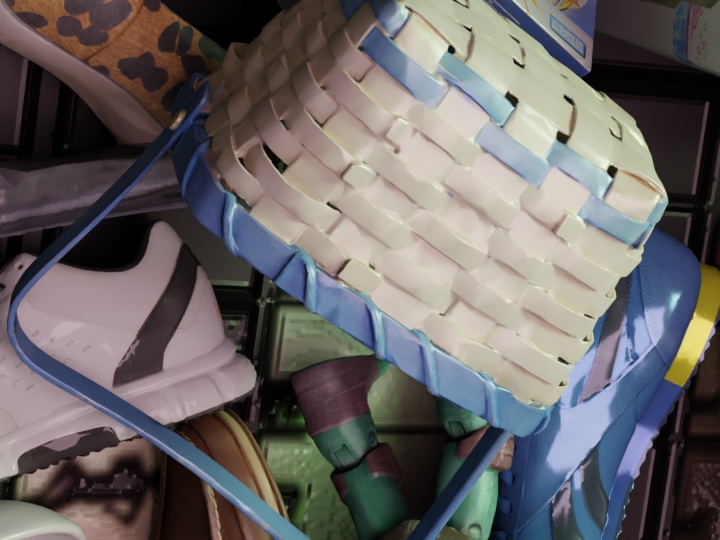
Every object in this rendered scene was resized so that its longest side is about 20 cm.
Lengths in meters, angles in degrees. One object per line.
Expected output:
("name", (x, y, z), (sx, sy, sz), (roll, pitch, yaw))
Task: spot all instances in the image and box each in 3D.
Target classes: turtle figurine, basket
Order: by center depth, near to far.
("basket", (0.000, 0.000, 1.029), (0.176, 0.139, 0.200), (37, 102, -18))
("turtle figurine", (0.038, 0.125, 1.124), (0.150, 0.101, 0.200), (-13, 85, 11))

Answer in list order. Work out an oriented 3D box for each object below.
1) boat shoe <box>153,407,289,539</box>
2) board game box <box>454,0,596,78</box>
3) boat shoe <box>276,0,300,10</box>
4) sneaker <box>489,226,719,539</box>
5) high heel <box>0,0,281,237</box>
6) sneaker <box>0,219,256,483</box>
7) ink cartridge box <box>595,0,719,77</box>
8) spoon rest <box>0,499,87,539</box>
("boat shoe", (-0.061, 0.153, 1.133), (0.067, 0.072, 0.200), (-10, 109, -24))
("board game box", (0.012, -0.168, 1.071), (0.200, 0.034, 0.135), (39, 39, -28))
("boat shoe", (-0.013, -0.132, 1.098), (0.200, 0.069, 0.057), (43, 39, -35))
("sneaker", (0.074, 0.072, 1.191), (0.078, 0.066, 0.200), (23, 90, -18))
("high heel", (-0.087, -0.116, 1.069), (0.142, 0.071, 0.200), (-12, 106, -34))
("sneaker", (-0.140, 0.040, 1.078), (0.200, 0.074, 0.080), (-20, 95, -26))
("ink cartridge box", (0.191, -0.100, 1.130), (0.144, 0.200, 0.085), (15, 99, -28))
("spoon rest", (-0.188, 0.135, 1.057), (0.200, 0.099, 0.061), (-17, 66, -24))
